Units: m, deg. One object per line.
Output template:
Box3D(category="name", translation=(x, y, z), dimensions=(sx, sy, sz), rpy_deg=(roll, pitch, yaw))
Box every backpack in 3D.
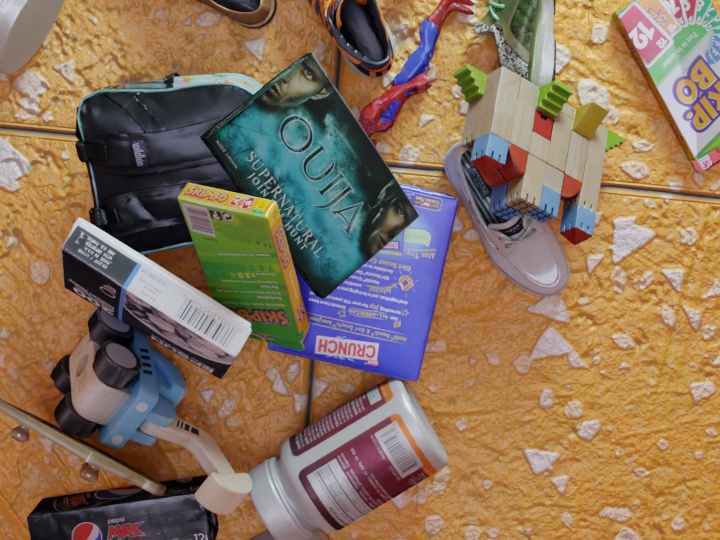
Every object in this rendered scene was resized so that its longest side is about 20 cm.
Box3D(category="backpack", translation=(-0.171, -0.115, 1.110), dimensions=(0.198, 0.153, 0.178), rpy_deg=(-7, 103, 6))

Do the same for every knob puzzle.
Box3D(category="knob puzzle", translation=(-0.288, 0.200, 1.139), dimensions=(0.218, 0.220, 0.031), rpy_deg=(29, 77, -4))

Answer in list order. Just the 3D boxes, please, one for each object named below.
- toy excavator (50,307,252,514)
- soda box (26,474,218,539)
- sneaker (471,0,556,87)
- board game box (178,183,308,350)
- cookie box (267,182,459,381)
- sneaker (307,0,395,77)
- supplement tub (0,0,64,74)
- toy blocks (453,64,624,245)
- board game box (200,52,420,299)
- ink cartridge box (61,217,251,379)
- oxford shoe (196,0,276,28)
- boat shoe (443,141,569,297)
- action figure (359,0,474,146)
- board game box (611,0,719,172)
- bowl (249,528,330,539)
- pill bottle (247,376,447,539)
Box3D(category="toy excavator", translation=(-0.214, 0.154, 1.151), dimensions=(0.199, 0.195, 0.100), rpy_deg=(27, 111, -32))
Box3D(category="soda box", translation=(-0.262, 0.281, 1.205), dimensions=(0.198, 0.063, 0.072), rpy_deg=(-8, 97, 0))
Box3D(category="sneaker", translation=(0.160, -0.272, 1.138), dimensions=(0.088, 0.077, 0.202), rpy_deg=(-2, 95, 8))
Box3D(category="board game box", translation=(-0.110, 0.002, 1.063), dimensions=(0.095, 0.030, 0.201), rpy_deg=(13, 139, 21))
Box3D(category="cookie box", translation=(0.000, 0.000, 1.165), dimensions=(0.169, 0.075, 0.202), rpy_deg=(13, 97, -2))
Box3D(category="sneaker", translation=(-0.024, -0.292, 1.109), dimensions=(0.077, 0.112, 0.201), rpy_deg=(-37, 96, 4))
Box3D(category="supplement tub", translation=(-0.413, -0.304, 1.089), dimensions=(0.199, 0.145, 0.146), rpy_deg=(32, 96, -4))
Box3D(category="toy blocks", translation=(0.176, -0.110, 1.110), dimensions=(0.199, 0.100, 0.138), rpy_deg=(24, 67, -27))
Box3D(category="board game box", translation=(-0.045, -0.091, 1.059), dimensions=(0.135, 0.028, 0.201), rpy_deg=(-40, 112, -11))
Box3D(category="ink cartridge box", translation=(-0.212, 0.040, 1.109), dimensions=(0.197, 0.200, 0.044), rpy_deg=(32, 72, -3))
Box3D(category="oxford shoe", translation=(-0.180, -0.320, 1.127), dimensions=(0.199, 0.071, 0.072), rpy_deg=(25, 98, -2))
Box3D(category="boat shoe", translation=(0.156, -0.050, 1.164), dimensions=(0.073, 0.067, 0.200), rpy_deg=(-40, 96, 5))
Box3D(category="action figure", translation=(0.052, -0.203, 1.145), dimensions=(0.052, 0.065, 0.201), rpy_deg=(37, 94, 0))
Box3D(category="board game box", translation=(0.361, -0.213, 1.167), dimensions=(0.095, 0.030, 0.201), rpy_deg=(-30, 99, 4))
Box3D(category="bowl", translation=(-0.089, 0.407, 1.218), dimensions=(0.199, 0.075, 0.201), rpy_deg=(-32, 97, 2))
Box3D(category="pill bottle", translation=(-0.016, 0.211, 1.173), dimensions=(0.199, 0.114, 0.115), rpy_deg=(-31, 96, 4))
